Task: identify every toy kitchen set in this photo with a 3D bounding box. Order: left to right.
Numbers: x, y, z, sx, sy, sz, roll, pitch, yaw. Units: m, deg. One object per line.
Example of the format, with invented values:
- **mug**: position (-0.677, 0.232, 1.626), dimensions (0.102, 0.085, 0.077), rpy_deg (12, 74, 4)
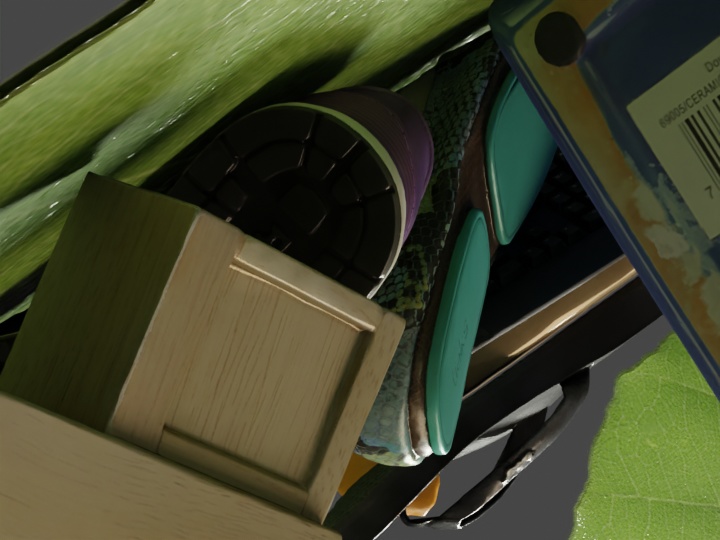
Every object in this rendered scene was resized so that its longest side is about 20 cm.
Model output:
- **toy kitchen set**: position (-0.132, 0.059, 0.570), dimensions (0.163, 0.180, 0.201), rpy_deg (29, 82, -47)

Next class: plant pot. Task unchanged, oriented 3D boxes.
- **plant pot**: position (0.167, -0.063, 0.725), dimensions (0.200, 0.200, 0.180), rpy_deg (-37, 169, 34)

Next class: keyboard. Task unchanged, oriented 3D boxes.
- **keyboard**: position (0.000, 0.000, 0.823), dimensions (0.200, 0.021, 0.127), rpy_deg (-30, -144, -24)

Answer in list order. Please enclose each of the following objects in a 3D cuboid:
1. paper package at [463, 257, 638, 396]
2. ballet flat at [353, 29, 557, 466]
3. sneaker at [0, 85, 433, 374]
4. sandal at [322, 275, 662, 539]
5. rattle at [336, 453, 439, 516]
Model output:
- **paper package**: position (0.078, -0.030, 1.056), dimensions (0.200, 0.104, 0.191), rpy_deg (-35, 176, 0)
- **ballet flat**: position (0.017, -0.021, 0.772), dimensions (0.074, 0.074, 0.200), rpy_deg (-38, -162, 39)
- **sneaker**: position (-0.055, 0.022, 0.691), dimensions (0.200, 0.076, 0.088), rpy_deg (-37, -177, 21)
- **sandal**: position (0.066, 0.063, 0.994), dimensions (0.200, 0.043, 0.076), rpy_deg (-33, 175, -31)
- **rattle**: position (-0.062, 0.100, 1.250), dimensions (0.200, 0.143, 0.130), rpy_deg (-44, -169, 32)
